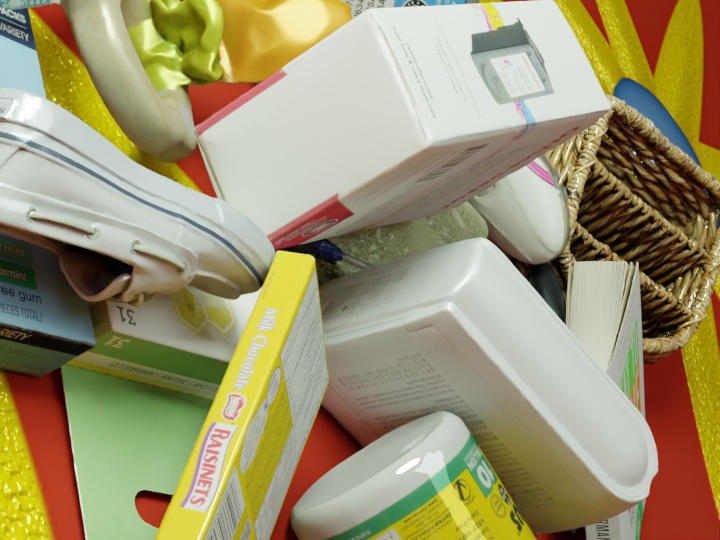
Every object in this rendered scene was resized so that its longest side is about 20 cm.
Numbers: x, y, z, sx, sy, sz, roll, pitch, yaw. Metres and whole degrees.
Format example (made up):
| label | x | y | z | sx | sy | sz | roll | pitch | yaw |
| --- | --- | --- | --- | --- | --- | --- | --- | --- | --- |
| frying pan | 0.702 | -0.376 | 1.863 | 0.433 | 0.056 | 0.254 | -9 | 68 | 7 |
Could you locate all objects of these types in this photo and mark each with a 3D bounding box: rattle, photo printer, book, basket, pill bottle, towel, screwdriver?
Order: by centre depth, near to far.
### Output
| label | x | y | z | sx | sy | sz | roll | pitch | yaw |
| --- | --- | --- | --- | --- | --- | --- | --- | --- | --- |
| rattle | -0.103 | -0.153 | 0.907 | 0.200 | 0.143 | 0.130 | 62 | 28 | -52 |
| pill bottle | 0.057 | 0.189 | 0.925 | 0.200 | 0.113 | 0.113 | 58 | 29 | -4 |
| photo printer | 0.068 | 0.080 | 0.990 | 0.200 | 0.166 | 0.069 | 47 | 52 | -22 |
| screwdriver | 0.000 | 0.000 | 1.011 | 0.200 | 0.028 | 0.029 | 29 | 58 | -25 |
| towel | 0.010 | -0.035 | 1.084 | 0.200 | 0.036 | 0.149 | 49 | 46 | -32 |
| book | 0.171 | 0.113 | 1.165 | 0.134 | 0.048 | 0.200 | -69 | 154 | -54 |
| basket | 0.196 | -0.013 | 1.291 | 0.200 | 0.149 | 0.143 | 35 | 38 | -40 |

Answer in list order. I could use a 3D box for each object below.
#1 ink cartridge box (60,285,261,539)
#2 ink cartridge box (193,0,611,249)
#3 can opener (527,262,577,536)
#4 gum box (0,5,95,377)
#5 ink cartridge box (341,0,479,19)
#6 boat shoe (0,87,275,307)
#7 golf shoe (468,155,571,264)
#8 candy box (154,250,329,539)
| label | x | y | z | sx | sy | sz | roll | pitch | yaw |
| --- | --- | --- | --- | --- | --- | --- | --- | --- | --- |
| ink cartridge box | -0.095 | 0.052 | 0.875 | 0.145 | 0.048 | 0.200 | 20 | 45 | -51 |
| ink cartridge box | 0.027 | -0.085 | 0.964 | 0.200 | 0.148 | 0.086 | -17 | 79 | -54 |
| can opener | 0.119 | 0.094 | 1.170 | 0.079 | 0.063 | 0.200 | 65 | 23 | -58 |
| gum box | -0.214 | -0.060 | 0.785 | 0.170 | 0.045 | 0.200 | 18 | 50 | -52 |
| ink cartridge box | -0.007 | -0.249 | 1.093 | 0.200 | 0.147 | 0.145 | 18 | 33 | 5 |
| boat shoe | -0.119 | -0.016 | 0.796 | 0.200 | 0.073 | 0.067 | 31 | 68 | -46 |
| golf shoe | 0.068 | -0.083 | 1.173 | 0.200 | 0.073 | 0.092 | 54 | 34 | 7 |
| candy box | -0.057 | 0.096 | 0.818 | 0.102 | 0.026 | 0.200 | 89 | 17 | -48 |
